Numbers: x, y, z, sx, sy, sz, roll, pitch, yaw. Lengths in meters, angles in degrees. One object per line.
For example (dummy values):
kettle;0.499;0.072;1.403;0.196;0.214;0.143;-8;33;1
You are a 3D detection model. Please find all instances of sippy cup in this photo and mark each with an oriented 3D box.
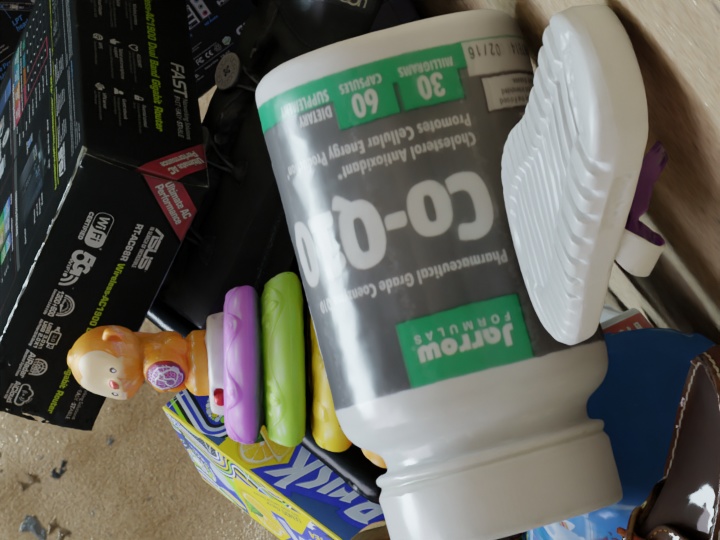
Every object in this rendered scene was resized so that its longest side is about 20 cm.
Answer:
sippy cup;0.128;0.097;1.263;0.177;0.140;0.131;21;151;26

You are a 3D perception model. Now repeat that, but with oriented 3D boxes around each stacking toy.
stacking toy;-0.030;0.038;1.291;0.116;0.199;0.110;91;176;-48

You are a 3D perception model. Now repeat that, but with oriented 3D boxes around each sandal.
sandal;0.086;-0.028;1.022;0.203;0.050;0.083;100;158;-72

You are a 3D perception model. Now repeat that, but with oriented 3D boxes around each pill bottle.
pill bottle;0.035;0.006;1.166;0.113;0.113;0.201;83;172;-86

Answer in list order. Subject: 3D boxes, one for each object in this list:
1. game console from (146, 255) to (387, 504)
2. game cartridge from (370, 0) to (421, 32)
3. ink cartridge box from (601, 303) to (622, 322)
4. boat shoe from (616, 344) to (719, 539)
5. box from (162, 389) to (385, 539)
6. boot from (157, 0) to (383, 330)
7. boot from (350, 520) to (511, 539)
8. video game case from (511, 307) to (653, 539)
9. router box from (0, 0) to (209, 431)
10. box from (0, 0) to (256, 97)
game console;0.000;0.000;1.414;0.200;0.177;0.031;37;160;24
game cartridge;-0.014;-0.163;1.513;0.200;0.038;0.130;53;-179;43
ink cartridge box;0.095;0.139;1.516;0.047;0.200;0.160;22;152;44
boat shoe;0.131;0.120;1.132;0.070;0.070;0.201;-104;11;-63
box;-0.014;0.117;1.563;0.200;0.064;0.070;32;157;40
boot;-0.053;-0.082;1.374;0.065;0.201;0.165;13;-165;-20
boot;-0.003;0.154;1.377;0.200;0.075;0.074;-44;59;59
video game case;0.122;0.113;1.362;0.200;0.143;0.017;53;160;38
router box;-0.131;-0.047;1.372;0.062;0.150;0.200;16;-146;-19
box;-0.156;-0.162;1.549;0.199;0.200;0.050;55;176;-25
